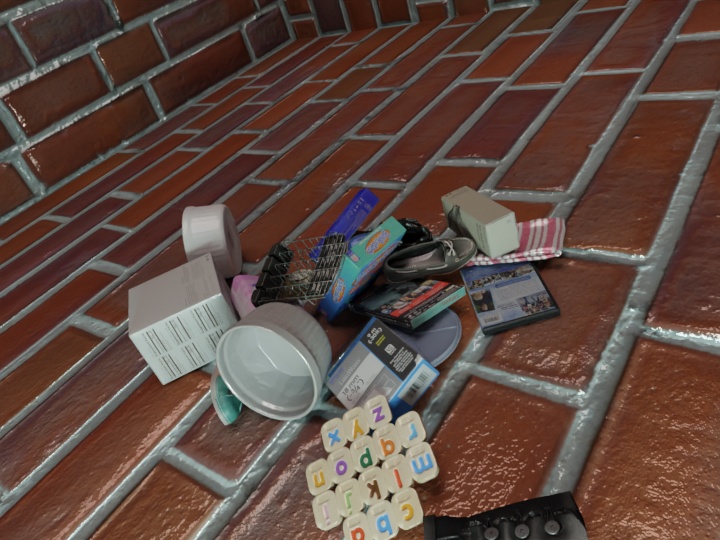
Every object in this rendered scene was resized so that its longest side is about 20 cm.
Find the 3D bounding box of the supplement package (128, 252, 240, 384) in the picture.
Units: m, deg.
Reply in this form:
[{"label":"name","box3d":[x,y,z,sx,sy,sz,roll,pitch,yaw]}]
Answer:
[{"label":"supplement package","box3d":[-0.375,0.099,1.251,0.198,0.148,0.192,-25,34,-7]}]

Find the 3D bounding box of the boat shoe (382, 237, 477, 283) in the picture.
[{"label":"boat shoe","box3d":[0.141,-0.026,1.156,0.198,0.057,0.068,-18,63,0]}]

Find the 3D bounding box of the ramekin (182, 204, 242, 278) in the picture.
[{"label":"ramekin","box3d":[-0.365,-0.069,1.446,0.096,0.202,0.201,-11,34,1]}]

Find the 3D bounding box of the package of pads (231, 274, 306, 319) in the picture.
[{"label":"package of pads","box3d":[-0.190,0.082,1.204,0.119,0.077,0.200,5,23,-30]}]

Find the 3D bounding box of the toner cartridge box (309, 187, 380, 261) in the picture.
[{"label":"toner cartridge box","box3d":[-0.040,-0.096,1.321,0.201,0.043,0.095,-52,10,-3]}]

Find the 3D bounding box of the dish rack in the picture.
[{"label":"dish rack","box3d":[-0.107,0.005,1.063,0.198,0.055,0.155,-8,52,33]}]

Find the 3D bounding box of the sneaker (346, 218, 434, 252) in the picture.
[{"label":"sneaker","box3d":[0.060,-0.066,1.229,0.197,0.112,0.078,7,65,15]}]

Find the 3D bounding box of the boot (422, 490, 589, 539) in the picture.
[{"label":"boot","box3d":[0.177,0.354,0.683,0.197,0.066,0.166,-10,36,8]}]

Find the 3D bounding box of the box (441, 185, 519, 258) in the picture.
[{"label":"box","box3d":[0.246,-0.105,1.205,0.068,0.083,0.200,-23,27,-9]}]

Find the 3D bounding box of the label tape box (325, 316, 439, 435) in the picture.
[{"label":"label tape box","box3d":[0.017,0.165,0.974,0.145,0.063,0.200,-51,41,-2]}]

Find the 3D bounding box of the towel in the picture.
[{"label":"towel","box3d":[0.319,-0.063,1.196,0.198,0.030,0.147,-6,29,25]}]

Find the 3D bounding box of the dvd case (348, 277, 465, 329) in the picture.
[{"label":"dvd case","box3d":[0.087,0.056,1.129,0.145,0.022,0.199,-29,23,-30]}]

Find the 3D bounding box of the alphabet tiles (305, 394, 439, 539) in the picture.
[{"label":"alphabet tiles","box3d":[0.013,0.289,0.836,0.198,0.015,0.197,-30,49,10]}]

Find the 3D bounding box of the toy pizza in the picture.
[{"label":"toy pizza","box3d":[0.091,0.130,1.064,0.198,0.032,0.201,-16,31,10]}]

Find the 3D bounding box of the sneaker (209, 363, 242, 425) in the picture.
[{"label":"sneaker","box3d":[-0.232,0.202,1.099,0.079,0.072,0.201,-21,32,6]}]

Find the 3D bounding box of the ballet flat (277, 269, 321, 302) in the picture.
[{"label":"ballet flat","box3d":[-0.097,0.026,1.209,0.199,0.064,0.069,-10,43,-47]}]

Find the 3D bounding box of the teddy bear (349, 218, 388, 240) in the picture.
[{"label":"teddy bear","box3d":[0.026,-0.057,1.331,0.198,0.067,0.145,-24,36,-4]}]

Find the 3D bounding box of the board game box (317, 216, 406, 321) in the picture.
[{"label":"board game box","box3d":[0.000,0.000,1.150,0.045,0.201,0.152,42,53,11]}]

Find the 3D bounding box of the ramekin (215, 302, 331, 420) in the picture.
[{"label":"ramekin","box3d":[-0.143,0.153,1.018,0.198,0.202,0.105,-2,28,26]}]

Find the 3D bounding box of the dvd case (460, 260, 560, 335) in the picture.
[{"label":"dvd case","box3d":[0.280,0.038,1.107,0.141,0.018,0.201,-16,33,6]}]
